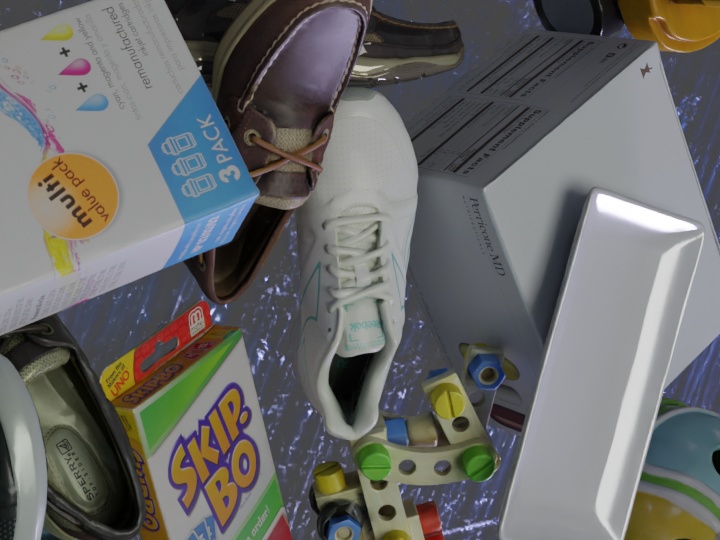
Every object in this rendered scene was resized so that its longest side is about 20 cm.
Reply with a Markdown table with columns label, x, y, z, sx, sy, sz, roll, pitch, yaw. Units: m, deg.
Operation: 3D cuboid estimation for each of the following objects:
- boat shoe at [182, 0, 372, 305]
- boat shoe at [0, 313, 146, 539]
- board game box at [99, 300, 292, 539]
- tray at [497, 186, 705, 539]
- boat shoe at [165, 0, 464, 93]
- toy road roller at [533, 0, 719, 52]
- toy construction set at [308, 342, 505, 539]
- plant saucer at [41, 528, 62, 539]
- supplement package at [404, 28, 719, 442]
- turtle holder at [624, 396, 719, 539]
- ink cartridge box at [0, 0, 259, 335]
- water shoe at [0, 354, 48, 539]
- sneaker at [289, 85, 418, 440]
| label | x | y | z | sx | sy | sz | roll | pitch | yaw |
| --- | --- | --- | --- | --- | --- | --- | --- | --- | --- |
| boat shoe | -0.042 | -0.059 | 0.793 | 0.072 | 0.072 | 0.200 | 1 | 140 | -34 |
| boat shoe | -0.162 | 0.046 | 0.767 | 0.072 | 0.066 | 0.201 | -40 | 108 | -28 |
| board game box | -0.083 | 0.124 | 0.884 | 0.096 | 0.030 | 0.200 | -39 | 122 | -48 |
| tray | 0.133 | 0.058 | 0.920 | 0.107 | 0.022 | 0.200 | 14 | 91 | -40 |
| boat shoe | -0.027 | -0.132 | 0.853 | 0.200 | 0.074 | 0.073 | -6 | 93 | -37 |
| toy road roller | 0.182 | -0.227 | 0.958 | 0.123 | 0.146 | 0.200 | -32 | 119 | -30 |
| toy construction set | 0.042 | 0.151 | 0.947 | 0.131 | 0.092 | 0.200 | -15 | 98 | -3 |
| plant saucer | -0.212 | 0.108 | 0.777 | 0.200 | 0.019 | 0.070 | -2 | 86 | -38 |
| supplement package | 0.119 | -0.018 | 0.979 | 0.156 | 0.111 | 0.200 | -40 | 122 | -26 |
| turtle holder | 0.200 | 0.159 | 1.072 | 0.185 | 0.132 | 0.141 | 10 | 94 | -41 |
| ink cartridge box | -0.161 | -0.037 | 0.721 | 0.200 | 0.068 | 0.115 | -24 | 80 | -23 |
| water shoe | -0.193 | 0.130 | 0.713 | 0.079 | 0.071 | 0.200 | 1 | 115 | -35 |
| sneaker | 0.000 | 0.000 | 0.872 | 0.070 | 0.080 | 0.201 | -3 | 118 | -8 |
